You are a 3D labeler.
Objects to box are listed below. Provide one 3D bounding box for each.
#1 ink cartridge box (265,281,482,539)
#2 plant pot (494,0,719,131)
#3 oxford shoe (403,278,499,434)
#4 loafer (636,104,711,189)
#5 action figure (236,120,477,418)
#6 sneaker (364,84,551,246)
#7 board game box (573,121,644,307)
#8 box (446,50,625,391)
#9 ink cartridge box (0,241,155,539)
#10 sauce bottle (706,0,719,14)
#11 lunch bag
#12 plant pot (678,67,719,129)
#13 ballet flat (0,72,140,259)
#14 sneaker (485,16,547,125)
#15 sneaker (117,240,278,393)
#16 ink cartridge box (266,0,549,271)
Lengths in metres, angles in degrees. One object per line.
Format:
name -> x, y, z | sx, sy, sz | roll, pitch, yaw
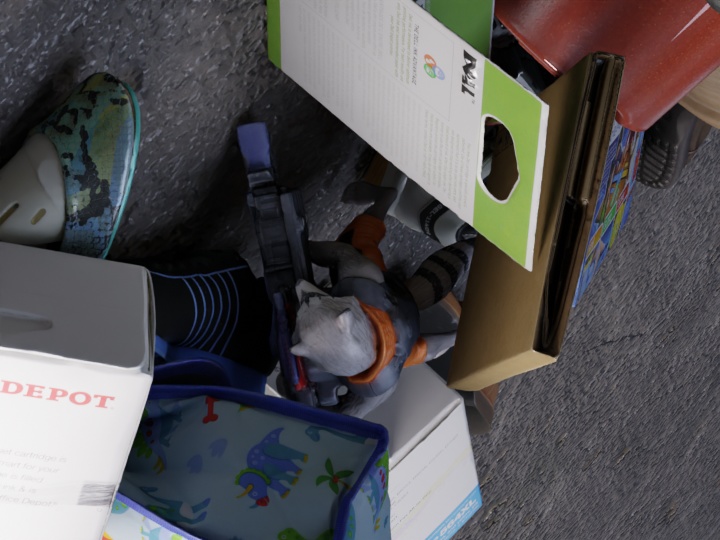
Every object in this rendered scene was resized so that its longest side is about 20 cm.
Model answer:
ink cartridge box -> -0.012, 0.116, 1.575 | 0.125, 0.129, 0.200 | -42, 156, -16
plant pot -> 0.173, -0.196, 1.374 | 0.195, 0.201, 0.201 | -47, 157, 15
oxford shoe -> 0.058, 0.044, 1.690 | 0.200, 0.071, 0.071 | 67, 38, -62
loafer -> 0.225, -0.145, 1.681 | 0.071, 0.073, 0.200 | -45, 163, -35
action figure -> 0.000, 0.000, 1.379 | 0.193, 0.105, 0.200 | -50, 129, -67
sneaker -> 0.090, -0.058, 1.544 | 0.200, 0.088, 0.076 | -25, 145, -45
board game box -> 0.153, -0.071, 1.560 | 0.200, 0.034, 0.135 | -47, 149, -67
box -> 0.092, -0.020, 1.325 | 0.200, 0.021, 0.164 | 145, -42, -76
ink cartridge box -> -0.192, 0.082, 1.192 | 0.146, 0.083, 0.200 | 10, 129, -13
sauce bottle -> 0.129, -0.200, 1.261 | 0.066, 0.200, 0.066 | -40, 156, -22
lunch bag -> -0.086, 0.144, 1.339 | 0.170, 0.200, 0.127 | 86, 22, -49
plant pot -> 0.250, -0.186, 1.492 | 0.201, 0.201, 0.093 | -54, 150, 10
ballet flat -> -0.166, -0.010, 1.211 | 0.074, 0.074, 0.200 | -20, 140, -48
sneaker -> 0.053, -0.116, 1.431 | 0.090, 0.078, 0.200 | -27, 167, 15
sneaker -> -0.106, 0.015, 1.357 | 0.200, 0.070, 0.078 | 31, 73, -58
ink cartridge box -> 0.043, -0.116, 1.239 | 0.076, 0.200, 0.148 | -38, 154, -23
